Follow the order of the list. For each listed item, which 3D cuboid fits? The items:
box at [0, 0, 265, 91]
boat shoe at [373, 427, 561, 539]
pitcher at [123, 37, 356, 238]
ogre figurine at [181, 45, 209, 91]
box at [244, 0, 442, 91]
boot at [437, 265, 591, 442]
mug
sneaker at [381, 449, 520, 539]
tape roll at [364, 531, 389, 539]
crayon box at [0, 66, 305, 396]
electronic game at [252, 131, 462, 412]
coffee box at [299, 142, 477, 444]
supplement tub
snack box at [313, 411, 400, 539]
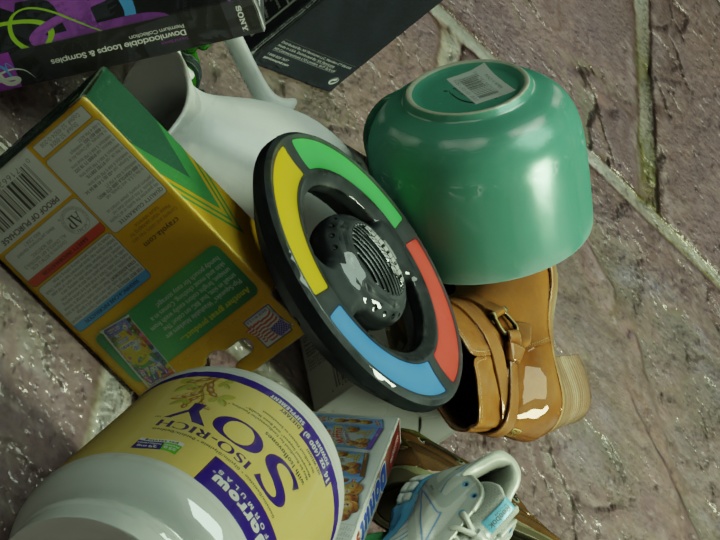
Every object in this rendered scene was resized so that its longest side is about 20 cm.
[{"bbox_3d":[-0.163,-0.193,1.515,0.143,0.199,0.036,-96,172,-46],"label":"box"},{"bbox_3d":[0.089,0.175,1.603,0.200,0.072,0.068,38,32,-27],"label":"boat shoe"},{"bbox_3d":[-0.081,-0.089,1.562,0.200,0.121,0.172,31,65,-39],"label":"pitcher"},{"bbox_3d":[-0.147,-0.219,1.638,0.200,0.098,0.120,60,-1,-7],"label":"ogre figurine"},{"bbox_3d":[-0.021,-0.288,1.835,0.123,0.198,0.200,15,46,-50],"label":"box"},{"bbox_3d":[0.077,0.029,1.595,0.155,0.077,0.201,0,67,-55],"label":"boot"},{"bbox_3d":[0.066,-0.078,1.576,0.152,0.184,0.115,-56,144,-52],"label":"mug"},{"bbox_3d":[0.056,0.174,1.434,0.075,0.087,0.200,48,30,-14],"label":"sneaker"},{"bbox_3d":[0.039,0.265,1.446,0.200,0.048,0.201,38,30,-27],"label":"tape roll"},{"bbox_3d":[-0.138,-0.011,1.407,0.200,0.126,0.052,47,27,-13],"label":"crayon box"},{"bbox_3d":[0.000,0.000,1.438,0.200,0.042,0.200,44,26,-28],"label":"electronic game"},{"bbox_3d":[0.012,0.021,1.651,0.113,0.080,0.200,29,37,-42],"label":"coffee box"},{"bbox_3d":[-0.105,0.150,1.247,0.146,0.145,0.200,51,27,-3],"label":"supplement tub"},{"bbox_3d":[-0.028,0.150,1.451,0.200,0.072,0.024,-65,154,-60],"label":"snack box"}]
